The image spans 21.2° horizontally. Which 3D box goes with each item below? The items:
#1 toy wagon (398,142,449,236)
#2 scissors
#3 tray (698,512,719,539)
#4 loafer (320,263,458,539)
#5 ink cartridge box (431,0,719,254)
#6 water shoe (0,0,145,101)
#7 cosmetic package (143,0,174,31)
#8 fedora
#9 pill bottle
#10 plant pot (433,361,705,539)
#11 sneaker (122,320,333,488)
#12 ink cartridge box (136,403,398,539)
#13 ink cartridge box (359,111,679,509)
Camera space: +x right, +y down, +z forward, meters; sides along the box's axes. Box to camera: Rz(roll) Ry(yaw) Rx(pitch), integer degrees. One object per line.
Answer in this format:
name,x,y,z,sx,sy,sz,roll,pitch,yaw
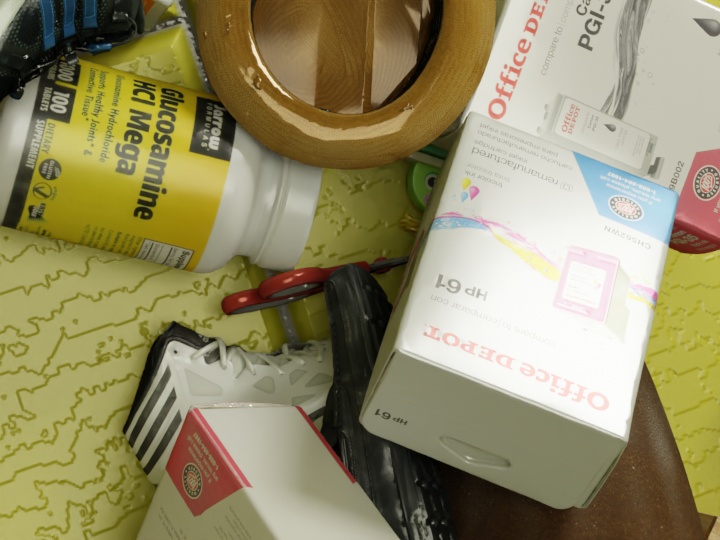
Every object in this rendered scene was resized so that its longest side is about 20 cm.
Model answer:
toy wagon,0.075,-0.116,1.293,0.155,0.040,0.200,17,84,-12
scissors,0.000,0.000,1.277,0.200,0.073,0.014,-13,80,-38
tray,0.298,0.220,1.301,0.200,0.099,0.037,27,82,-11
loafer,0.002,0.094,1.172,0.070,0.068,0.201,-20,71,20
ink cartridge box,0.162,-0.115,1.251,0.200,0.083,0.147,22,84,-12
water shoe,-0.165,-0.152,1.117,0.079,0.072,0.200,34,80,-8
cosmetic package,-0.195,-0.235,1.202,0.200,0.101,0.071,30,81,-10
fedora,-0.013,-0.155,1.208,0.200,0.082,0.201,2,80,-10
pill bottle,-0.130,-0.063,1.203,0.200,0.112,0.113,13,84,-13
plant pot,0.125,0.111,1.237,0.187,0.187,0.200,3,70,-13
sneaker,-0.064,0.063,1.232,0.200,0.076,0.115,-38,98,-10
ink cartridge box,-0.071,0.201,1.139,0.083,0.147,0.200,1,124,-37
ink cartridge box,0.097,0.022,1.144,0.144,0.085,0.200,21,52,-3
